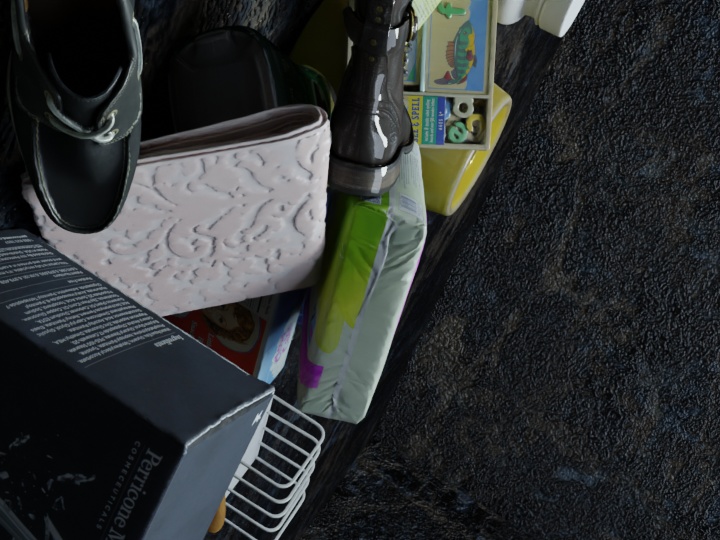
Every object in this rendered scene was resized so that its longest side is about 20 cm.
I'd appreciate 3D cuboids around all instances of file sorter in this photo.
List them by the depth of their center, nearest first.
[{"bbox_3d":[-0.146,0.312,1.444,0.139,0.123,0.201,-51,165,-42],"label":"file sorter"}]

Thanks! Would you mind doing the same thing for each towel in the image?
[{"bbox_3d":[-0.115,-0.031,0.636,0.188,0.033,0.201,-11,153,-10],"label":"towel"}]

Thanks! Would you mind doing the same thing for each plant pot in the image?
[{"bbox_3d":[0.037,-0.154,0.909,0.202,0.187,0.201,-56,169,-16],"label":"plant pot"}]

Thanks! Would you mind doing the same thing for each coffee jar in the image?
[{"bbox_3d":[-0.073,-0.117,0.721,0.200,0.084,0.106,-6,87,-77],"label":"coffee jar"}]

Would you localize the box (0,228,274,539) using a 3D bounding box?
[{"bbox_3d":[-0.187,0.113,0.530,0.202,0.195,0.124,-63,169,14],"label":"box"}]

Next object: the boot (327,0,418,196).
[{"bbox_3d":[0.018,-0.164,0.658,0.201,0.068,0.176,-85,-177,-62],"label":"boot"}]

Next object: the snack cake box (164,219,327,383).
[{"bbox_3d":[-0.112,0.015,0.847,0.067,0.114,0.201,-49,165,-46],"label":"snack cake box"}]

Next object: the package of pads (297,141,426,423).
[{"bbox_3d":[0.000,0.000,0.774,0.155,0.067,0.202,-89,-166,-59],"label":"package of pads"}]

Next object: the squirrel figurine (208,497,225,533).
[{"bbox_3d":[-0.223,0.192,0.808,0.186,0.141,0.202,-34,149,-43],"label":"squirrel figurine"}]

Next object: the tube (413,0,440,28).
[{"bbox_3d":[0.079,-0.279,0.753,0.201,0.058,0.052,-55,-156,0],"label":"tube"}]

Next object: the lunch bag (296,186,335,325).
[{"bbox_3d":[-0.021,-0.032,1.032,0.132,0.134,0.203,50,50,-80],"label":"lunch bag"}]

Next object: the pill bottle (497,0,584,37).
[{"bbox_3d":[0.124,-0.306,0.885,0.112,0.198,0.112,-56,169,-17],"label":"pill bottle"}]

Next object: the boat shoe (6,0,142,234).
[{"bbox_3d":[-0.146,-0.095,0.470,0.068,0.071,0.202,-105,-157,-48],"label":"boat shoe"}]

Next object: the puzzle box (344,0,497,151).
[{"bbox_3d":[0.052,-0.208,0.802,0.025,0.131,0.203,-125,-143,-82],"label":"puzzle box"}]
